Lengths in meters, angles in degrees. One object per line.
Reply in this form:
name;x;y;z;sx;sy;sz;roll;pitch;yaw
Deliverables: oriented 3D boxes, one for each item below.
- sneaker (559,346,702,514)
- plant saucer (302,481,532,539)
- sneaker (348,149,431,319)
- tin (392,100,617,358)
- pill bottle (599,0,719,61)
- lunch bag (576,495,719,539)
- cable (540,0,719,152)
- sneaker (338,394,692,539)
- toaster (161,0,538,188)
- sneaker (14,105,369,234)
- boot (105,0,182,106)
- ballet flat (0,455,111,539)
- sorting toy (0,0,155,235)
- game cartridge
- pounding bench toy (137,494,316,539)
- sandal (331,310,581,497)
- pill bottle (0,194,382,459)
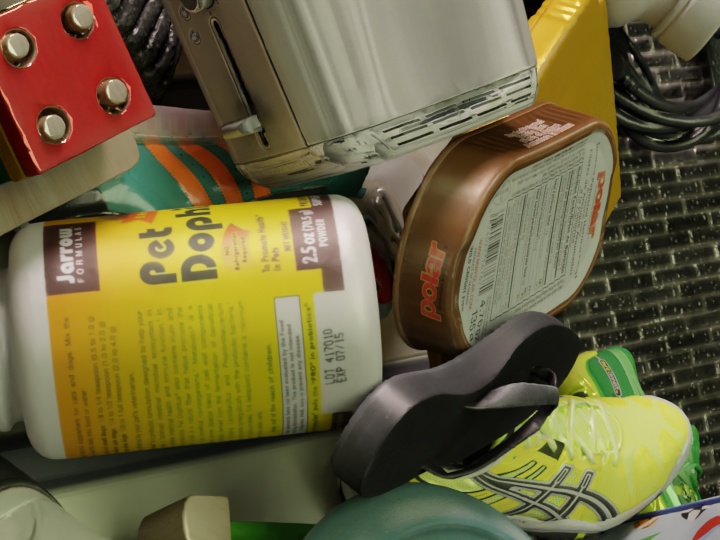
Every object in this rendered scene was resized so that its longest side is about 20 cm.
sneaker;0.178;0.132;1.275;0.083;0.074;0.201;-36;103;-34
plant saucer;0.042;0.195;1.013;0.200;0.027;0.201;13;69;-36
sneaker;0.000;0.000;1.143;0.070;0.093;0.200;54;53;-17
tin;0.078;-0.020;1.119;0.200;0.042;0.112;-28;134;-57
pill bottle;0.130;-0.211;1.243;0.200;0.112;0.112;36;57;0
lunch bag;0.153;0.192;1.159;0.076;0.200;0.160;47;55;-17
cable;0.181;-0.168;1.366;0.200;0.051;0.163;48;50;-17
sneaker;0.091;0.099;1.165;0.199;0.076;0.076;-9;61;-21
toaster;0.003;-0.121;1.057;0.200;0.113;0.130;-23;99;-39
sneaker;-0.086;-0.038;1.097;0.199;0.071;0.080;2;83;-27
boot;-0.073;-0.142;1.121;0.211;0.079;0.158;30;55;-19
ballet flat;-0.134;0.152;1.016;0.200;0.068;0.068;53;54;-17
sorting toy;-0.200;-0.103;0.946;0.198;0.069;0.201;-30;102;-36
game cartridge;0.089;-0.039;1.210;0.200;0.032;0.177;-57;151;-35
pounding bench toy;-0.006;0.178;1.080;0.156;0.124;0.201;-26;97;-40
sandal;0.054;0.073;1.049;0.043;0.076;0.200;35;28;20
pill bottle;-0.094;0.027;1.007;0.199;0.109;0.110;-6;83;-6
